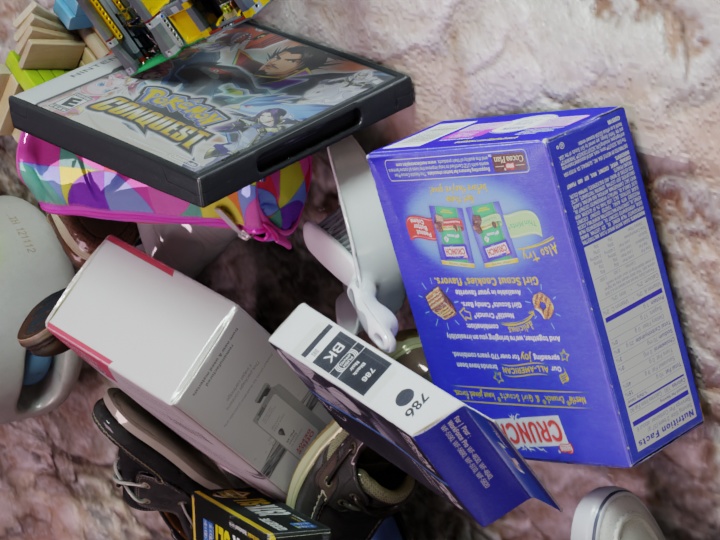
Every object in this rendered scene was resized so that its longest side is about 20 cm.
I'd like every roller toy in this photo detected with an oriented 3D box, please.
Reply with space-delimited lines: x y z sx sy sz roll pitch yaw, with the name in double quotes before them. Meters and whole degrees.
"roller toy" -0.312 0.035 1.867 0.199 0.139 0.184 -15 88 55

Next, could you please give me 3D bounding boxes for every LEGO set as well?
"LEGO set" -0.107 -0.219 1.457 0.116 0.154 0.200 54 154 -15

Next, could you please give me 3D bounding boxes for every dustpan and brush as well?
"dustpan and brush" 0.000 0.000 1.474 0.200 0.057 0.141 -135 36 -55

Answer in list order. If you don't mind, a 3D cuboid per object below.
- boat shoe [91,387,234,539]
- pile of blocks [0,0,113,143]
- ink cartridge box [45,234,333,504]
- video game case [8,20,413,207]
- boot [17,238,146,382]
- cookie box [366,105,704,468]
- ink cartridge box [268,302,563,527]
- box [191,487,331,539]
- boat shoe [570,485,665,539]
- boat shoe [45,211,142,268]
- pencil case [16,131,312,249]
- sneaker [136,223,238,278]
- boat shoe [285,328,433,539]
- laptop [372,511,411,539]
"boat shoe" -0.151 0.151 1.709 0.072 0.067 0.200 51 179 34
"pile of blocks" -0.184 -0.158 1.584 0.200 0.082 0.062 -47 56 11
"ink cartridge box" -0.102 0.077 1.596 0.146 0.083 0.200 26 168 40
"video game case" -0.098 -0.109 1.483 0.199 0.180 0.026 23 129 42
"boot" -0.172 0.044 1.667 0.074 0.200 0.098 -19 102 30
"cookie box" 0.104 0.010 1.390 0.171 0.075 0.202 0 109 53
"ink cartridge box" 0.031 0.094 1.403 0.200 0.039 0.100 28 161 49
"box" -0.067 0.240 1.566 0.200 0.049 0.161 -169 78 -71
"boat shoe" 0.195 0.226 1.405 0.086 0.074 0.203 -1 111 52
"boat shoe" -0.201 -0.056 1.689 0.203 0.074 0.075 -104 27 -49
"pencil case" -0.129 -0.068 1.527 0.199 0.088 0.089 8 118 25
"sneaker" -0.122 -0.107 1.623 0.115 0.073 0.201 -34 71 33
"boat shoe" 0.006 0.133 1.546 0.201 0.073 0.065 -67 33 29
"laptop" -0.019 0.266 1.607 0.103 0.199 0.178 47 -169 -36
